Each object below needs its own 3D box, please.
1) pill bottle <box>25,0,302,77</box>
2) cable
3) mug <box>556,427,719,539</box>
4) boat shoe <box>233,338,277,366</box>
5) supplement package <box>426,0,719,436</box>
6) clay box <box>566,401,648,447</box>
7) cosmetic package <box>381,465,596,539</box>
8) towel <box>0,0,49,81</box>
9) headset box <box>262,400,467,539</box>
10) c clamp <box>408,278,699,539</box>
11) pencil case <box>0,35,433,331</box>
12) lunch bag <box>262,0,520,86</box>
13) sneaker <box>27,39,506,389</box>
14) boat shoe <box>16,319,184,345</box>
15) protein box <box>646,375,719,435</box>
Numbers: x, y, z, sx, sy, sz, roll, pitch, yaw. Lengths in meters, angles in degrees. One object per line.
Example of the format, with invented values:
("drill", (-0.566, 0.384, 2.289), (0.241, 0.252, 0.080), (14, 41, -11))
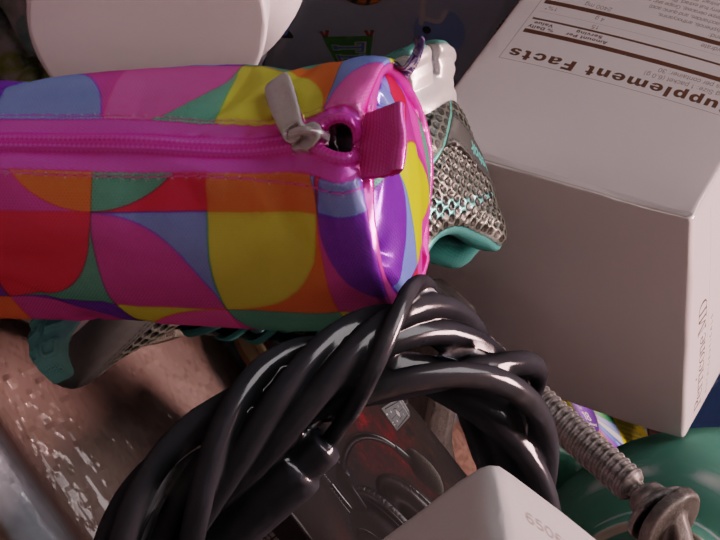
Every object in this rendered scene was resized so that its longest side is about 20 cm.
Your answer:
("pill bottle", (-0.071, -0.142, 0.903), (0.113, 0.113, 0.201), (43, 24, -24))
("cable", (-0.012, 0.096, 0.684), (0.162, 0.202, 0.051), (1, 18, -27))
("mug", (0.125, 0.141, 0.974), (0.114, 0.184, 0.154), (3, 86, -61))
("boat shoe", (0.000, 0.000, 1.007), (0.072, 0.072, 0.200), (50, 22, -6))
("supplement package", (0.119, -0.052, 0.989), (0.200, 0.119, 0.122), (-54, 151, -39))
("clay box", (0.118, 0.103, 1.129), (0.115, 0.047, 0.201), (23, 35, -58))
("cosmetic package", (0.019, 0.192, 0.562), (0.166, 0.200, 0.168), (40, 25, -30))
("towel", (-0.145, -0.156, 0.988), (0.201, 0.048, 0.171), (55, 24, 4))
("headset box", (0.017, 0.139, 0.820), (0.200, 0.075, 0.149), (52, 20, -4))
("c clamp", (0.063, 0.070, 0.898), (0.027, 0.172, 0.200), (-21, 53, -35))
("pencil case", (-0.072, -0.025, 0.713), (0.088, 0.198, 0.089), (-2, 90, -74))
("lunch bag", (0.047, -0.175, 1.104), (0.123, 0.171, 0.201), (24, 35, -4))
("sneaker", (-0.022, -0.003, 0.819), (0.199, 0.077, 0.092), (-33, 97, -30))
("boat shoe", (-0.087, -0.007, 0.875), (0.199, 0.062, 0.073), (2, 86, -49))
("protein box", (0.232, -0.012, 1.178), (0.200, 0.197, 0.136), (-82, 169, -73))
